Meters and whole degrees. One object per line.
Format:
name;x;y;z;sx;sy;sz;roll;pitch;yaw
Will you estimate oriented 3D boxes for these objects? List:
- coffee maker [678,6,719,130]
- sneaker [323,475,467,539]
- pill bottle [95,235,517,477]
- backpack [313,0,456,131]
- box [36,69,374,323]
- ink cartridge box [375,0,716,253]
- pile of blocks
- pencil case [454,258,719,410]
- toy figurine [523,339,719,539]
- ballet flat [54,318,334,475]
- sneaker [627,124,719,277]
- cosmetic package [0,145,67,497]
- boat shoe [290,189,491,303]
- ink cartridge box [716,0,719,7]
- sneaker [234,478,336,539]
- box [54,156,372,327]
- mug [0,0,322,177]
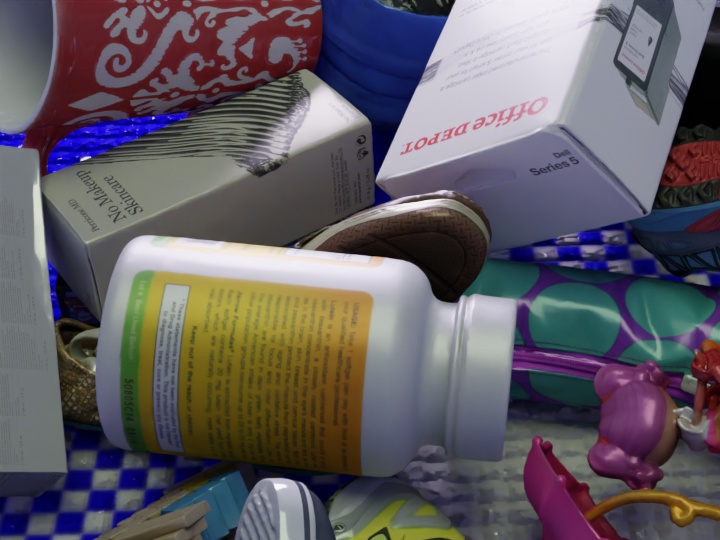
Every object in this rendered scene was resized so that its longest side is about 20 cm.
coffee maker;0.237;-0.115;0.953;0.200;0.135;0.192;8;5;30
sneaker;-0.019;0.173;0.710;0.076;0.075;0.200;25;49;29
pill bottle;-0.024;0.046;0.754;0.200;0.111;0.111;6;41;6
backpack;0.022;-0.178;1.043;0.162;0.168;0.200;-16;43;-30
box;-0.093;-0.049;0.919;0.200;0.068;0.082;-26;46;-25
ink cartridge box;0.113;-0.117;0.863;0.145;0.084;0.200;-14;44;48
pile of blocks;-0.089;0.146;0.712;0.082;0.062;0.200;-22;3;29
pencil case;0.137;0.043;0.844;0.200;0.085;0.092;7;22;12
toy figurine;0.174;0.094;0.739;0.184;0.150;0.200;1;65;20
ballet flat;-0.096;0.066;0.840;0.200;0.065;0.071;9;18;11
sneaker;0.247;-0.033;0.817;0.200;0.096;0.079;2;50;29
cosmetic package;-0.219;0.025;0.832;0.082;0.051;0.200;7;62;-35
boat shoe;-0.004;-0.004;0.843;0.202;0.075;0.075;-27;28;39
ink cartridge box;0.218;-0.218;1.059;0.200;0.197;0.043;-1;42;4
sneaker;-0.014;0.190;0.638;0.079;0.200;0.078;3;-7;-22
box;-0.091;-0.025;0.975;0.200;0.038;0.137;-3;40;0
mug;-0.144;-0.144;0.955;0.200;0.178;0.134;-8;57;-38
